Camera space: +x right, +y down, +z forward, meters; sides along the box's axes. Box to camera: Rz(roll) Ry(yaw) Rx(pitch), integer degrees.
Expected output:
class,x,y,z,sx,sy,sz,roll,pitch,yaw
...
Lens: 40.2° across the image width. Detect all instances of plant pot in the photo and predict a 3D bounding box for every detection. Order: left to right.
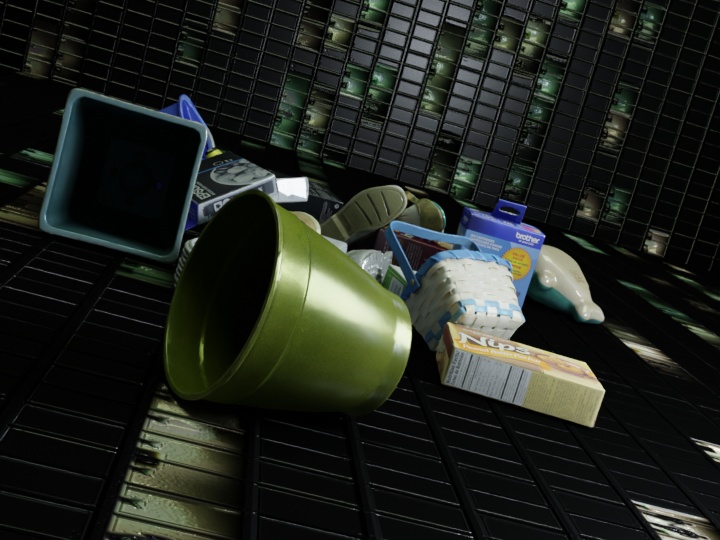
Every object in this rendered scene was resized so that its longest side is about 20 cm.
class,x,y,z,sx,sy,sz,roll,pitch,yaw
plant pot,-0.335,-0.135,1.432,0.193,0.200,0.200,15,3,-8
plant pot,-0.058,0.054,0.952,0.191,0.203,0.200,24,5,-31

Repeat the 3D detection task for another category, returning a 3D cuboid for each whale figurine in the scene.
class,x,y,z,sx,sy,sz,roll,pitch,yaw
whale figurine,0.392,0.042,1.941,0.158,0.104,0.201,7,39,-45

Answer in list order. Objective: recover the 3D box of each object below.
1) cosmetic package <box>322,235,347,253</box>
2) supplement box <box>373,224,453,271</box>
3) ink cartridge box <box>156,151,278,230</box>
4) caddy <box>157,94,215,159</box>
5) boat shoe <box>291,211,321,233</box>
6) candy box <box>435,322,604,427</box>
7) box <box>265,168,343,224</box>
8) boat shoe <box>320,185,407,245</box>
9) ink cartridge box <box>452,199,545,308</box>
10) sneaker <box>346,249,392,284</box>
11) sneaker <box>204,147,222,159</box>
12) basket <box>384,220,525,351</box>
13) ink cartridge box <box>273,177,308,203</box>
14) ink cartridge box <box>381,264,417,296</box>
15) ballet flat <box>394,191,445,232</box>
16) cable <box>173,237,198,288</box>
class,x,y,z,sx,sy,sz,roll,pitch,yaw
cosmetic package,-0.128,-0.032,1.524,0.197,0.075,0.102,16,10,8
supplement box,0.124,-0.010,1.752,0.197,0.087,0.110,18,11,9
ink cartridge box,-0.267,-0.135,1.662,0.198,0.044,0.197,-25,30,-23
caddy,-0.334,-0.237,1.911,0.103,0.203,0.141,-15,7,6
boat shoe,-0.150,-0.072,1.707,0.066,0.075,0.198,-1,9,-44
candy box,0.199,0.130,1.250,0.197,0.056,0.116,16,11,-2
box,-0.130,-0.144,2.059,0.139,0.080,0.200,16,11,-18
boat shoe,0.003,-0.097,1.788,0.198,0.076,0.068,-26,-3,23
ink cartridge box,0.219,-0.019,1.633,0.134,0.203,0.076,14,10,-7
sneaker,0.000,0.000,1.588,0.079,0.078,0.200,10,2,10
sneaker,-0.241,-0.178,1.913,0.074,0.077,0.200,-23,-22,7
basket,0.129,0.019,1.399,0.174,0.139,0.202,10,47,-33
ink cartridge box,-0.214,-0.139,1.773,0.197,0.058,0.162,0,1,-28
ink cartridge box,0.138,0.052,1.535,0.197,0.060,0.104,13,12,-18
ballet flat,0.093,-0.100,1.783,0.070,0.072,0.200,13,11,-19
cable,-0.142,0.014,1.276,0.197,0.070,0.200,17,11,1
